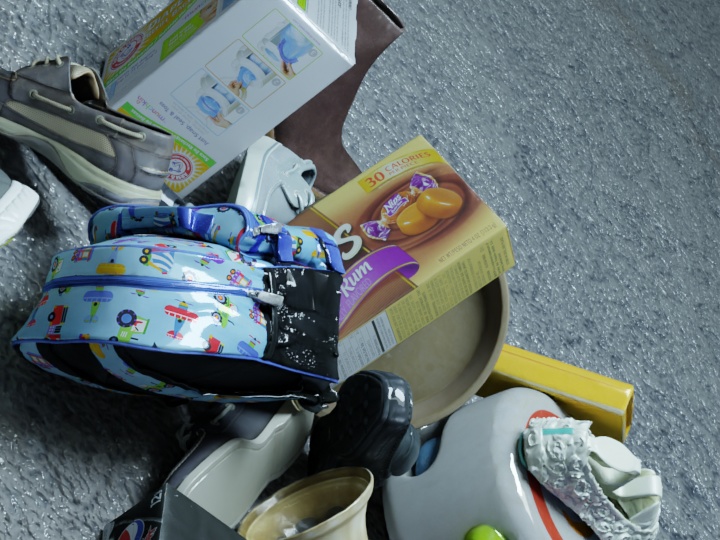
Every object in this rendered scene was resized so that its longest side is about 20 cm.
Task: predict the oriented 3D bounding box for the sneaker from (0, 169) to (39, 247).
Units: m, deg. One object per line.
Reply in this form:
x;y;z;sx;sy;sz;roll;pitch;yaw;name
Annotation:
-0.280;-0.025;1.271;0.085;0.074;0.200;43;19;-10;sneaker

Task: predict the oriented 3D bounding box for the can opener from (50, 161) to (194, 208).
-0.166;-0.049;1.478;0.200;0.063;0.079;50;23;-10;can opener

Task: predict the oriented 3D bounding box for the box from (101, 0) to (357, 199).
-0.109;-0.167;1.557;0.101;0.200;0.113;42;27;-25;box

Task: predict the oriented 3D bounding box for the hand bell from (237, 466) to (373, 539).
-0.001;0.252;1.394;0.200;0.104;0.104;66;24;-15;hand bell

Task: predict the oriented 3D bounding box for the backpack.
-0.130;0.022;1.322;0.200;0.182;0.135;13;80;-50;backpack

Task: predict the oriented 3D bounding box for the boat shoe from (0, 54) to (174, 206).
-0.214;-0.118;1.408;0.200;0.073;0.074;33;10;12;boat shoe

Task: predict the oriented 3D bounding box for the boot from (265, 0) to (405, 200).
-0.022;-0.162;1.731;0.200;0.166;0.072;47;28;-15;boot

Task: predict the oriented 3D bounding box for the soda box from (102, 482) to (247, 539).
-0.081;0.228;1.295;0.200;0.063;0.071;40;29;-28;soda box

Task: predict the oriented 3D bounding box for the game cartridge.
0.133;0.092;1.653;0.200;0.032;0.176;21;-10;11;game cartridge

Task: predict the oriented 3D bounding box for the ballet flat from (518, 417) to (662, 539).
0.196;0.169;1.513;0.200;0.072;0.072;38;30;-45;ballet flat

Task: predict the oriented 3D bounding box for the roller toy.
0.109;0.197;1.559;0.200;0.140;0.183;24;49;-53;roller toy

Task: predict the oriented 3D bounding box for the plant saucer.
0.017;0.029;1.538;0.200;0.200;0.029;51;1;-7;plant saucer

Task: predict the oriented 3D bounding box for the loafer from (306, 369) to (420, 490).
0.012;0.120;1.440;0.070;0.201;0.068;7;69;-11;loafer

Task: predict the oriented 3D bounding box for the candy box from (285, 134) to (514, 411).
0.000;0.000;1.450;0.117;0.200;0.056;50;-12;34;candy box

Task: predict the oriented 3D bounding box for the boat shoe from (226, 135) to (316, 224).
-0.069;-0.062;1.602;0.071;0.070;0.201;21;18;-2;boat shoe

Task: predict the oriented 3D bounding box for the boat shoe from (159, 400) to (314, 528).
-0.102;0.134;1.401;0.063;0.073;0.200;17;24;20;boat shoe
